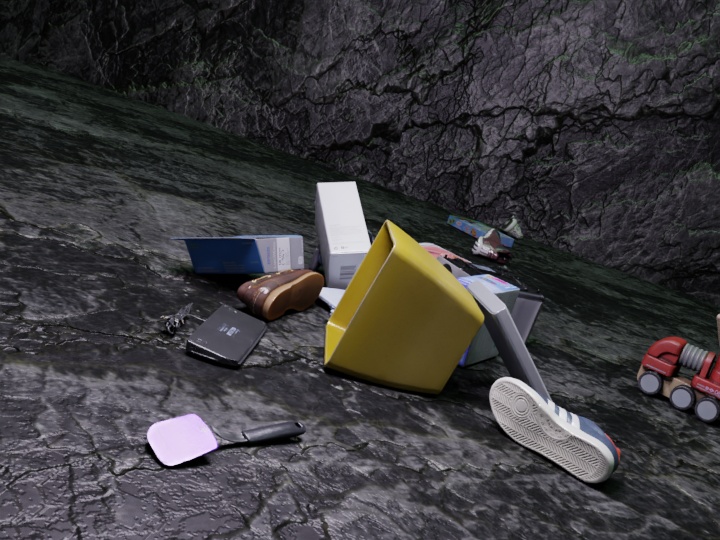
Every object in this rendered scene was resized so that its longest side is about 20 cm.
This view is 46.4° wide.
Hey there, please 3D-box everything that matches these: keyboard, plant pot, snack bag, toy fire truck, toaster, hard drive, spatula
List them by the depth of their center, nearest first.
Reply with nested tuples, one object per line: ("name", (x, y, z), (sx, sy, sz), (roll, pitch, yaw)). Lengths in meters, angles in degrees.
("spatula", (-0.131, 0.171, 0.878), (0.199, 0.021, 0.057), (8, 29, -49))
("keyboard", (-0.204, 0.081, 1.167), (0.126, 0.021, 0.200), (25, 12, 0))
("plant pot", (0.070, 0.068, 1.257), (0.175, 0.201, 0.200), (28, 11, -8))
("hard drive", (0.235, 0.121, 1.316), (0.201, 0.027, 0.132), (62, -2, -21))
("snack bag", (0.016, 0.077, 1.499), (0.188, 0.022, 0.199), (8, 17, -43))
("toy fire truck", (0.642, 0.167, 1.606), (0.175, 0.202, 0.128), (26, 14, 30))
("toaster", (0.255, 0.058, 1.699), (0.198, 0.120, 0.181), (11, 15, -30))

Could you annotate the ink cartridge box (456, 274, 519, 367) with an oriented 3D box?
("ink cartridge box", (0.194, 0.084, 1.456), (0.076, 0.138, 0.200), (22, 12, 25))

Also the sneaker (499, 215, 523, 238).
("sneaker", (0.598, -0.157, 3.297), (0.089, 0.077, 0.200), (50, 13, 0))

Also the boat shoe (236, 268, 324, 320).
("boat shoe", (-0.128, 0.029, 1.379), (0.070, 0.071, 0.200), (24, 13, 20))

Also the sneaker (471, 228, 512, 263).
("sneaker", (0.425, -0.064, 2.609), (0.115, 0.076, 0.200), (28, 25, 17))

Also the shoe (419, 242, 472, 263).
("shoe", (0.214, -0.010, 2.040), (0.199, 0.072, 0.091), (19, 6, -21))

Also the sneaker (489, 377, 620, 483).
("sneaker", (0.269, 0.217, 1.161), (0.200, 0.075, 0.084), (38, 23, 31))

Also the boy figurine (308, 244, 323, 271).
("boy figurine", (0.000, 0.000, 1.708), (0.198, 0.065, 0.124), (20, 12, 3))

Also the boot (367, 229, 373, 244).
("boot", (0.007, -0.042, 1.817), (0.199, 0.098, 0.075), (24, 14, 23))

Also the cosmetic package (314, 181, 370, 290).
("cosmetic package", (-0.037, -0.069, 1.631), (0.084, 0.108, 0.201), (-3, 48, -9))

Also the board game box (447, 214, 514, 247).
("board game box", (0.426, -0.140, 2.986), (0.150, 0.037, 0.200), (9, 16, -38))

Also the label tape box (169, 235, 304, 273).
("label tape box", (-0.205, -0.026, 1.422), (0.143, 0.064, 0.200), (0, 3, 26))
